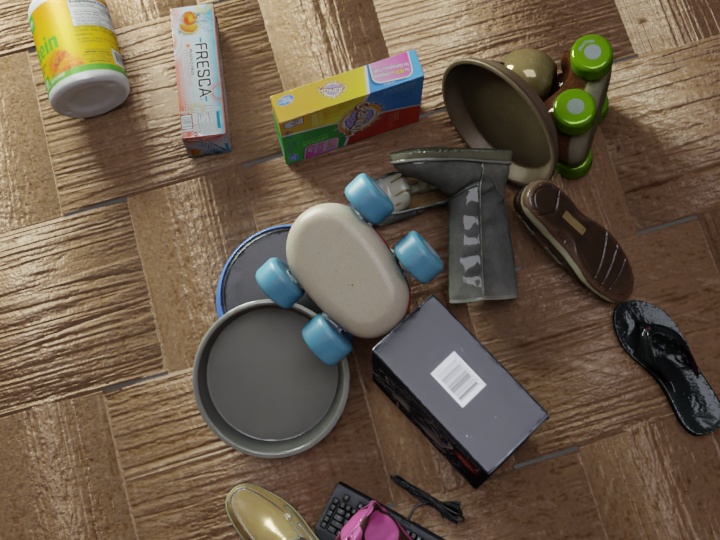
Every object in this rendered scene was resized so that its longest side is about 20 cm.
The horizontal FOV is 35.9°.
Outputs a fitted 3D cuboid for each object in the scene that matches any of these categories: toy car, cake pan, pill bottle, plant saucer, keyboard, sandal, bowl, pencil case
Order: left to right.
[{"bbox_3d":[-0.397,-0.325,1.543,0.110,0.111,0.202,-17,74,-4],"label":"pill bottle"},{"bbox_3d":[-0.113,0.136,1.414,0.198,0.037,0.202,0,94,0],"label":"cake pan"},{"bbox_3d":[-0.094,0.034,1.474,0.198,0.039,0.203,0,74,1],"label":"bowl"},{"bbox_3d":[0.000,0.000,1.394,0.184,0.200,0.177,-42,82,9],"label":"toy car"},{"bbox_3d":[0.054,0.324,1.400,0.199,0.021,0.128,27,76,7],"label":"keyboard"},{"bbox_3d":[0.052,0.378,1.334,0.200,0.094,0.091,44,100,4],"label":"pencil case"},{"bbox_3d":[0.186,-0.197,1.456,0.029,0.200,0.200,-41,77,-19],"label":"plant saucer"},{"bbox_3d":[0.227,-0.234,1.493,0.198,0.164,0.159,16,74,15],"label":"toy car"},{"bbox_3d":[0.405,0.118,1.440,0.075,0.048,0.201,-33,77,-8],"label":"sandal"}]

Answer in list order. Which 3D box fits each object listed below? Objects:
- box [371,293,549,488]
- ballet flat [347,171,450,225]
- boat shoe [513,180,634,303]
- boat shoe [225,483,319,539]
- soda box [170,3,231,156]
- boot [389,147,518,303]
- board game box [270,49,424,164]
[{"bbox_3d":[0.115,0.154,1.364,0.104,0.182,0.200,-42,77,-10],"label":"box"},{"bbox_3d":[0.076,-0.113,1.500,0.198,0.072,0.073,-14,74,-3],"label":"ballet flat"},{"bbox_3d":[0.281,-0.038,1.477,0.075,0.075,0.203,-44,100,-19],"label":"boat shoe"},{"bbox_3d":[-0.088,0.335,1.368,0.200,0.076,0.072,38,78,11],"label":"boat shoe"},{"bbox_3d":[-0.222,-0.264,1.545,0.063,0.068,0.202,-6,75,-2],"label":"soda box"},{"bbox_3d":[0.123,-0.058,1.448,0.180,0.073,0.202,1,100,-9],"label":"boot"},{"bbox_3d":[-0.016,-0.216,1.487,0.198,0.153,0.041,-19,76,-4],"label":"board game box"}]
